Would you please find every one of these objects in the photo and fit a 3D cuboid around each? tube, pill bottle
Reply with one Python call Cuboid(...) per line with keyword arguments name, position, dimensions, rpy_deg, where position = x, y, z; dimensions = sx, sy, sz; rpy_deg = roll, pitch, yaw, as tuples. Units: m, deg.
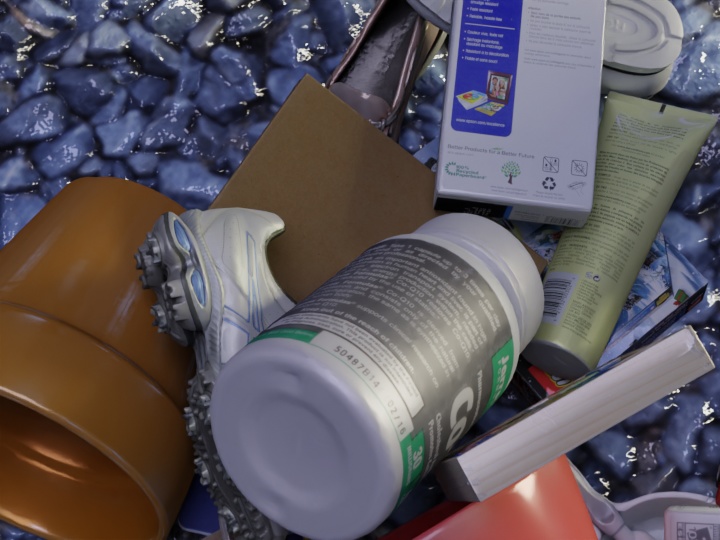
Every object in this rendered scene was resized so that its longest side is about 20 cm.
Cuboid(name="tube", position=(0.162, -0.026, 0.935), dimensions=(0.058, 0.052, 0.201), rpy_deg=(31, 69, -15))
Cuboid(name="pill bottle", position=(0.017, 0.049, 0.795), dimensions=(0.113, 0.114, 0.200), rpy_deg=(31, 38, 17))

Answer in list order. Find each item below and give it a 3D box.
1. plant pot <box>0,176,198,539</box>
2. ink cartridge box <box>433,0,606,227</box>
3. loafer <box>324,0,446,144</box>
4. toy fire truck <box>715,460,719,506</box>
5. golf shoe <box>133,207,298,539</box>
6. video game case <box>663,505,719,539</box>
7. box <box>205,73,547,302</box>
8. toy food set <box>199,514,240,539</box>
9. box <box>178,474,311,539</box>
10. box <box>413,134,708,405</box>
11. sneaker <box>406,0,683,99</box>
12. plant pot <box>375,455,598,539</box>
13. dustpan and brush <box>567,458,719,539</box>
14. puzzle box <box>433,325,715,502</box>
Cuboid(name="plant pot", position=(-0.175, 0.048, 0.923), dimensions=(0.198, 0.201, 0.184), rpy_deg=(16, 57, 13))
Cuboid(name="ink cartridge box", position=(0.104, -0.131, 0.929), dimensions=(0.098, 0.039, 0.202), rpy_deg=(7, 74, 1))
Cuboid(name="loafer", position=(0.004, -0.128, 1.025), dimensions=(0.071, 0.063, 0.201), rpy_deg=(21, 73, 13))
Cuboid(name="toy fire truck", position=(0.257, 0.034, 0.885), dimensions=(0.048, 0.142, 0.201), rpy_deg=(10, 53, 12))
Cuboid(name="golf shoe", position=(-0.057, 0.058, 0.828), dimensions=(0.096, 0.078, 0.202), rpy_deg=(-13, 86, -24))
Cuboid(name="video game case", position=(0.263, 0.236, 0.818), dimensions=(0.180, 0.024, 0.202), rpy_deg=(-1, 91, 22))
Cuboid(name="box", position=(0.000, 0.000, 0.905), dimensions=(0.199, 0.021, 0.164), rpy_deg=(37, 70, -7))
Cuboid(name="toy food set", position=(-0.132, 0.247, 0.866), dimensions=(0.199, 0.060, 0.145), rpy_deg=(-30, 65, 27))
Cuboid(name="box", position=(-0.031, 0.089, 0.940), dimensions=(0.120, 0.032, 0.201), rpy_deg=(8, 61, 21))
Cuboid(name="box", position=(0.115, -0.016, 0.981), dimensions=(0.137, 0.040, 0.200), rpy_deg=(-37, 70, -9))
Cuboid(name="sneaker", position=(0.118, -0.164, 1.001), dimensions=(0.198, 0.081, 0.077), rpy_deg=(22, 74, 5))
Cuboid(name="plant pot", position=(0.069, 0.224, 0.821), dimensions=(0.199, 0.200, 0.178), rpy_deg=(-29, 84, -4))
Cuboid(name="dustpan and brush", position=(0.170, 0.173, 0.892), dimensions=(0.200, 0.057, 0.140), rpy_deg=(41, 79, 19))
Cuboid(name="puzzle box", position=(0.104, 0.082, 0.785), dimensions=(0.132, 0.200, 0.026), rpy_deg=(-29, 83, -6))
